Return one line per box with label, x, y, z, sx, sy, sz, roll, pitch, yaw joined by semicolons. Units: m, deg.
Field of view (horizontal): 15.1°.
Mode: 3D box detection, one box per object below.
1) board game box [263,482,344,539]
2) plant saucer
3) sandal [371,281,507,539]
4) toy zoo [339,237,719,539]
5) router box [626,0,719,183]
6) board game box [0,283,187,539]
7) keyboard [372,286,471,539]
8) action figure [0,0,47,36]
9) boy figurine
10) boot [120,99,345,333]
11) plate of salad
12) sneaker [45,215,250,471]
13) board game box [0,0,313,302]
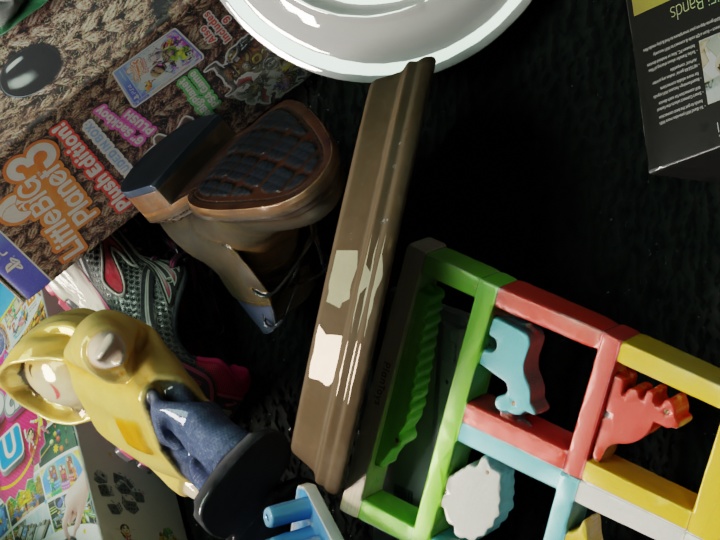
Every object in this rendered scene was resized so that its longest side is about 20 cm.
board game box;-0.005;0.231;1.221;0.201;0.026;0.201;100;148;-47
plant saucer;0.000;0.000;1.219;0.200;0.029;0.202;-167;90;-90
sandal;0.042;0.089;1.244;0.075;0.048;0.202;18;111;48
toy zoo;0.091;0.084;1.147;0.199;0.020;0.132;24;113;26
router box;0.192;-0.137;1.082;0.199;0.052;0.159;-19;71;47
board game box;-0.171;0.113;1.476;0.147;0.064;0.201;-42;54;38
keyboard;0.025;0.110;1.224;0.056;0.011;0.202;23;114;52
action figure;-0.157;-0.182;1.338;0.200;0.055;0.118;-50;54;-1
boy figurine;-0.106;0.066;1.299;0.064;0.125;0.200;-46;47;-16
boot;-0.035;-0.021;1.271;0.075;0.097;0.200;-46;20;-14
plate of salad;0.009;-0.188;1.265;0.199;0.048;0.202;2;95;21
sneaker;-0.115;0.004;1.420;0.075;0.080;0.201;-37;65;24
board game box;-0.148;-0.116;1.386;0.200;0.097;0.160;-38;51;2
